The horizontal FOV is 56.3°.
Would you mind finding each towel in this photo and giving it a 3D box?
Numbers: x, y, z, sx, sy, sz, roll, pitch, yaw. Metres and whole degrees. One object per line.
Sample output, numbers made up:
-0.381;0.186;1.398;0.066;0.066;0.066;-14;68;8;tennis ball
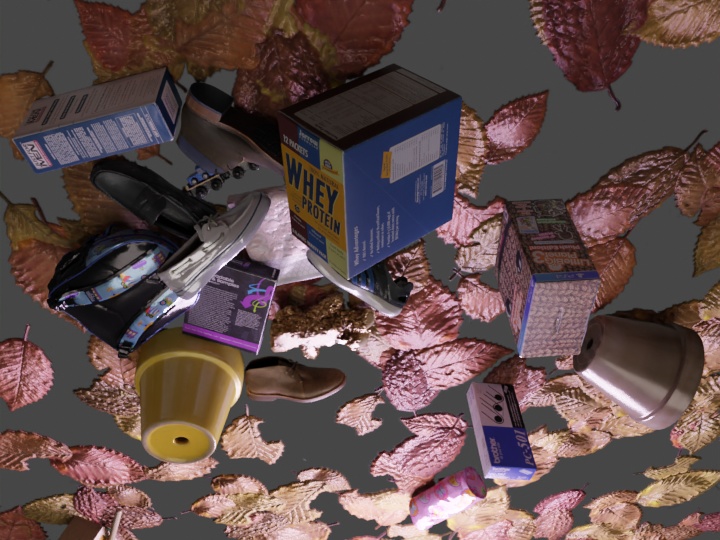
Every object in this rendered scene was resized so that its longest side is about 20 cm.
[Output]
-0.095;-0.060;1.093;0.198;0.032;0.192;-10;131;4;towel

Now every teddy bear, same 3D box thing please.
-0.068;0.100;1.222;0.198;0.067;0.146;-10;141;-4;teddy bear

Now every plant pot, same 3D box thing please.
-0.318;0.238;1.230;0.199;0.190;0.202;-2;132;-3;plant pot
0.501;0.168;1.252;0.172;0.200;0.201;23;128;-1;plant pot

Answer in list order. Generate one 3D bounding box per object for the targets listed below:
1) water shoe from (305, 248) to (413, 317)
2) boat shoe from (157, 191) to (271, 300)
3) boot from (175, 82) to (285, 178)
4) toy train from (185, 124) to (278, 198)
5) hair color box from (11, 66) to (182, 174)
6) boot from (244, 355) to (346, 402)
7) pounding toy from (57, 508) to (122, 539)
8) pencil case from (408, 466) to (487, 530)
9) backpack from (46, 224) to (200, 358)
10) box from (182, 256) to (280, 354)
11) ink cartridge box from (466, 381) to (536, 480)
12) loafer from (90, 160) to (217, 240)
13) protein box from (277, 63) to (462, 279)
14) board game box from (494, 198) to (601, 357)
0.000;0.000;1.106;0.199;0.071;0.079;33;93;-29;water shoe
-0.216;-0.047;0.990;0.067;0.073;0.200;42;84;-30;boat shoe
-0.169;-0.170;0.953;0.199;0.075;0.097;37;128;-5;boot
-0.178;-0.163;0.993;0.199;0.034;0.046;-25;113;14;toy train
-0.348;-0.202;0.904;0.198;0.100;0.061;-12;132;6;hair color box
-0.127;0.205;1.299;0.198;0.074;0.076;-4;121;2;boot
-0.637;0.684;1.608;0.141;0.201;0.185;7;137;28;pounding toy
0.206;0.547;1.611;0.087;0.088;0.200;32;122;-28;pencil case
-0.360;0.012;1.066;0.199;0.135;0.183;-33;127;13;backpack
-0.225;0.056;1.158;0.142;0.036;0.201;17;134;-5;box
0.276;0.315;1.333;0.093;0.201;0.044;6;130;-10;ink cartridge box
-0.308;-0.101;1.013;0.200;0.071;0.068;26;124;-24;loafer
0.015;-0.136;0.907;0.199;0.135;0.200;-30;138;-28;protein box
0.288;0.009;1.070;0.096;0.201;0.160;-3;131;-2;board game box
